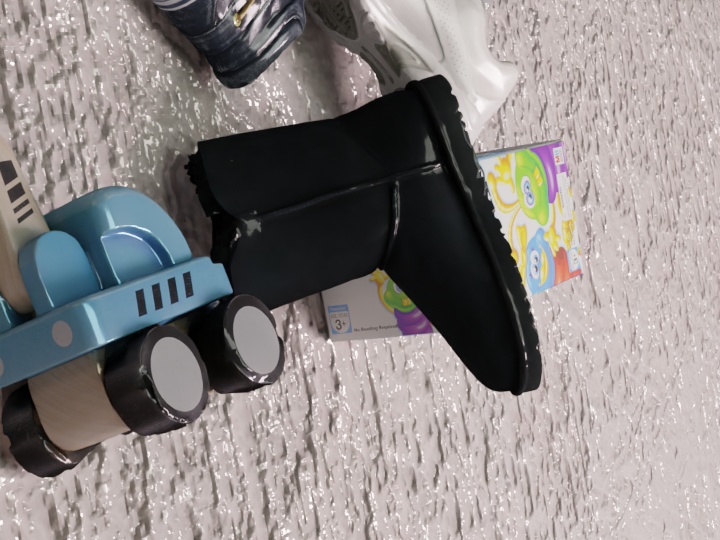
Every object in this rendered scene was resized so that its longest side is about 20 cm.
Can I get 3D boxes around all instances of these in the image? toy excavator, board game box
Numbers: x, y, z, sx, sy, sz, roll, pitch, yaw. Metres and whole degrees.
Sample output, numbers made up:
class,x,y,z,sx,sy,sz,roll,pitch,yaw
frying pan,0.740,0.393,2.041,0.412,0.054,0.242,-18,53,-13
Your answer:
class,x,y,z,sx,sy,sz,roll,pitch,yaw
toy excavator,-0.151,-0.007,0.645,0.194,0.099,0.202,-22,89,-58
board game box,0.064,-0.024,0.949,0.199,0.104,0.104,-18,99,-56

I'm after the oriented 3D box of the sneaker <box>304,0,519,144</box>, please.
class,x,y,z,sx,sy,sz,roll,pitch,yaw
sneaker,0.031,-0.178,0.912,0.099,0.078,0.201,-44,109,-20

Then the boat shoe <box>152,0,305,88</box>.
class,x,y,z,sx,sy,sz,roll,pitch,yaw
boat shoe,-0.059,-0.208,0.834,0.091,0.070,0.201,55,52,-39

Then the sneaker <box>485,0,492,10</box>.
class,x,y,z,sx,sy,sz,roll,pitch,yaw
sneaker,0.057,-0.246,1.009,0.115,0.075,0.201,62,38,-27

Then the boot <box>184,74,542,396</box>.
class,x,y,z,sx,sy,sz,roll,pitch,yaw
boot,0.000,0.000,0.793,0.076,0.166,0.202,154,-84,-81
